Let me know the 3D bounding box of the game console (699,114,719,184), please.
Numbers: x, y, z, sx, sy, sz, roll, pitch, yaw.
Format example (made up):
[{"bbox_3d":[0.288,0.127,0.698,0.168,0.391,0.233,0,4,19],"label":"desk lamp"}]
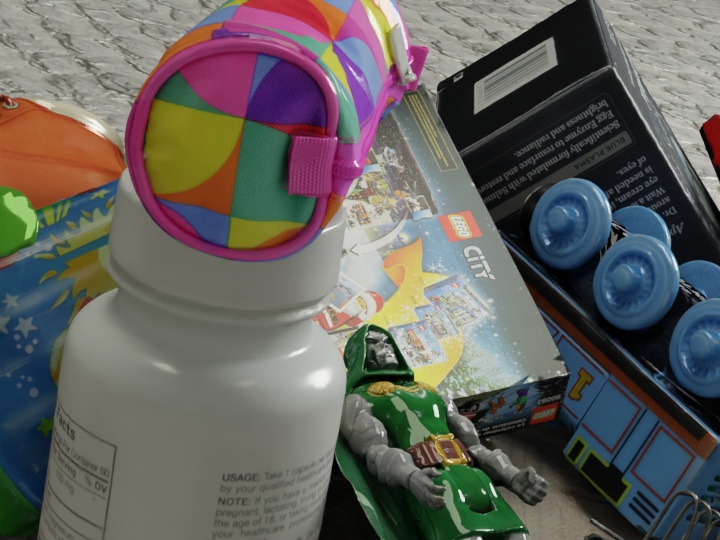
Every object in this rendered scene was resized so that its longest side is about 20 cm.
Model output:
[{"bbox_3d":[0.247,0.019,1.075,0.031,0.201,0.177,-21,17,11],"label":"game console"}]

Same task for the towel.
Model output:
[{"bbox_3d":[0.079,0.123,0.873,0.132,0.035,0.200,21,21,-4],"label":"towel"}]

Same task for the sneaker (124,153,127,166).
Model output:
[{"bbox_3d":[-0.139,-0.053,1.238,0.089,0.068,0.200,20,20,33],"label":"sneaker"}]

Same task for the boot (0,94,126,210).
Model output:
[{"bbox_3d":[-0.189,-0.042,0.913,0.199,0.075,0.108,12,48,-38],"label":"boot"}]

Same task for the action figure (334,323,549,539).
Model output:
[{"bbox_3d":[0.040,0.100,0.775,0.118,0.055,0.201,4,42,-41],"label":"action figure"}]

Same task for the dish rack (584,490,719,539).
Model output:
[{"bbox_3d":[0.181,0.142,0.770,0.153,0.055,0.200,25,-5,35],"label":"dish rack"}]

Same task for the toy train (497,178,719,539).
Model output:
[{"bbox_3d":[0.130,0.040,0.919,0.086,0.115,0.200,19,20,-48],"label":"toy train"}]

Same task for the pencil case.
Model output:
[{"bbox_3d":[-0.026,-0.069,0.715,0.088,0.089,0.200,12,21,5],"label":"pencil case"}]

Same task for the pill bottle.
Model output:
[{"bbox_3d":[-0.066,0.063,0.752,0.113,0.202,0.114,10,19,-3],"label":"pill bottle"}]

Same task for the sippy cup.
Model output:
[{"bbox_3d":[-0.131,0.028,0.842,0.130,0.140,0.178,-29,5,-2],"label":"sippy cup"}]

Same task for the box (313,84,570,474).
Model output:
[{"bbox_3d":[0.000,0.000,0.915,0.135,0.038,0.201,-11,51,-16],"label":"box"}]

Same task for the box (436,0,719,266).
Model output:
[{"bbox_3d":[0.139,-0.032,1.095,0.117,0.201,0.197,-29,15,13],"label":"box"}]
